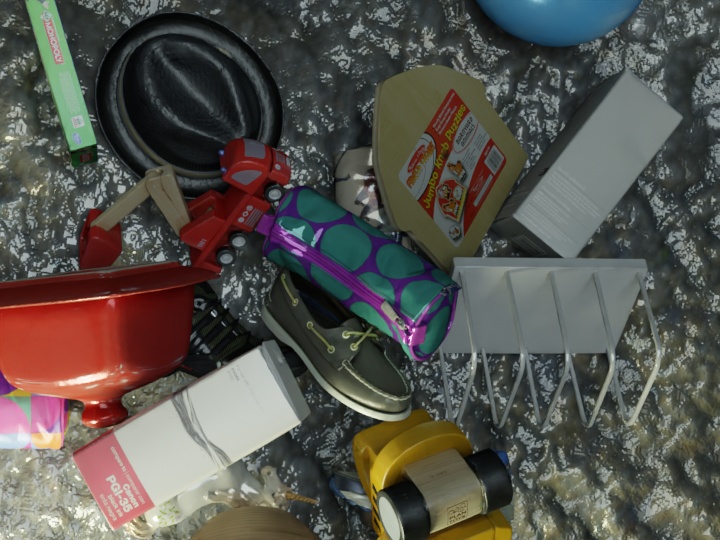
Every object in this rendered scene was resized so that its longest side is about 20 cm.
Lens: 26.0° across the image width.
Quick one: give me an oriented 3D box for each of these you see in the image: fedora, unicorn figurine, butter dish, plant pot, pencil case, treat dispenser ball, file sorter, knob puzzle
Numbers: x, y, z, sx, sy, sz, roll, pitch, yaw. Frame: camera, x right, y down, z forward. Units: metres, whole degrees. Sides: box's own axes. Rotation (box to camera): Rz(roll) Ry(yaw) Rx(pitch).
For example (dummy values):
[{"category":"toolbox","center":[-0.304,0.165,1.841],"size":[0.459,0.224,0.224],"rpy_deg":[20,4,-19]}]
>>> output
[{"category":"fedora","center":[-0.168,-0.169,1.558],"size":[0.199,0.092,0.202],"rpy_deg":[1,87,-9]},{"category":"unicorn figurine","center":[-0.157,0.204,1.558],"size":[0.199,0.074,0.138],"rpy_deg":[-26,93,6]},{"category":"butter dish","center":[-0.247,0.073,1.454],"size":[0.199,0.199,0.149],"rpy_deg":[-6,93,24]},{"category":"plant pot","center":[-0.104,0.294,1.519],"size":[0.200,0.201,0.093],"rpy_deg":[2,52,-10]},{"category":"pencil case","center":[0.000,0.000,1.506],"size":[0.200,0.092,0.085],"rpy_deg":[33,115,19]},{"category":"pencil case","center":[0.019,-0.037,1.590],"size":[0.089,0.078,0.201],"rpy_deg":[-4,87,1]},{"category":"treat dispenser ball","center":[0.201,-0.328,1.578],"size":[0.200,0.201,0.202],"rpy_deg":[1,87,-10]},{"category":"pencil case","center":[-0.382,0.131,1.511],"size":[0.199,0.088,0.089],"rpy_deg":[3,86,-12]},{"category":"file sorter","center":[0.186,0.079,1.560],"size":[0.199,0.139,0.125],"rpy_deg":[0,50,-10]},{"category":"knob puzzle","center":[0.072,-0.118,1.576],"size":[0.219,0.030,0.221],"rpy_deg":[2,86,-42]}]

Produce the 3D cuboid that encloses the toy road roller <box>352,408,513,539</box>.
[{"category":"toy road roller","center":[0.061,0.227,1.502],"size":[0.122,0.146,0.201],"rpy_deg":[-18,132,-19]}]

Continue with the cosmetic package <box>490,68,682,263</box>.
[{"category":"cosmetic package","center":[0.233,-0.103,1.618],"size":[0.090,0.107,0.200],"rpy_deg":[37,80,-6]}]

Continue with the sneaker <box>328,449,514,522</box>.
[{"category":"sneaker","center":[0.064,0.206,1.588],"size":[0.199,0.077,0.086],"rpy_deg":[6,91,-19]}]

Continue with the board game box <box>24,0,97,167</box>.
[{"category":"board game box","center":[-0.297,-0.207,1.519],"size":[0.029,0.135,0.201],"rpy_deg":[-16,90,-10]}]

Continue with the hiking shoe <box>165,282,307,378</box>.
[{"category":"hiking shoe","center":[-0.146,0.062,1.558],"size":[0.199,0.076,0.101],"rpy_deg":[6,89,-8]}]

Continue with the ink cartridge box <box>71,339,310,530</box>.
[{"category":"ink cartridge box","center":[-0.152,0.149,1.449],"size":[0.199,0.147,0.083],"rpy_deg":[-29,88,1]}]

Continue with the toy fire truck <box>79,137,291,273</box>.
[{"category":"toy fire truck","center":[-0.175,-0.061,1.535],"size":[0.141,0.049,0.200],"rpy_deg":[24,121,-27]}]

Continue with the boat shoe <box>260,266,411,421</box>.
[{"category":"boat shoe","center":[-0.020,0.069,1.526],"size":[0.202,0.072,0.061],"rpy_deg":[41,124,30]}]
